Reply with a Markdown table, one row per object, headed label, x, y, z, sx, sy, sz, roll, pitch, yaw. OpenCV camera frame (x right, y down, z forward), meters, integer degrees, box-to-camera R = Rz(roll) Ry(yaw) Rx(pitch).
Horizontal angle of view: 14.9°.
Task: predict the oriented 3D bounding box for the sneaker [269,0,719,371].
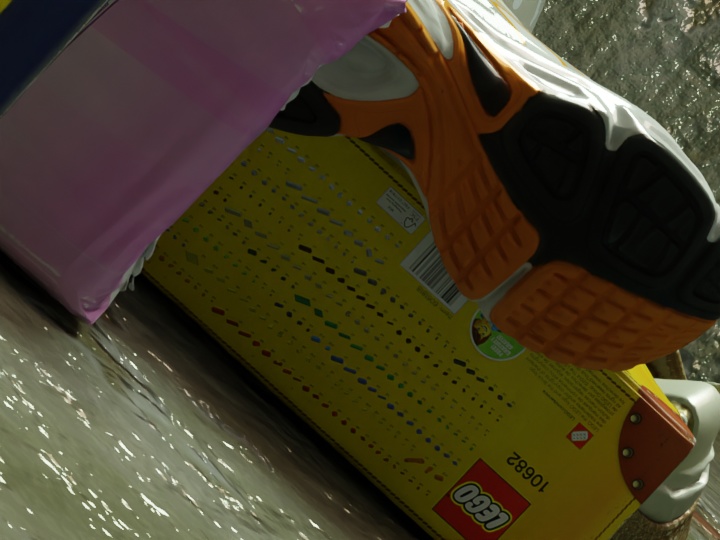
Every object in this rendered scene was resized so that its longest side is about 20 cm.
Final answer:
| label | x | y | z | sx | sy | sz | roll | pitch | yaw |
| --- | --- | --- | --- | --- | --- | --- | --- | --- | --- |
| sneaker | 0.030 | -0.055 | 0.775 | 0.200 | 0.076 | 0.092 | 39 | 26 | -23 |

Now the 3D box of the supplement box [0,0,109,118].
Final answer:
| label | x | y | z | sx | sy | sz | roll | pitch | yaw |
| --- | --- | --- | --- | --- | --- | --- | --- | --- | --- |
| supplement box | -0.141 | -0.110 | 0.515 | 0.200 | 0.110 | 0.109 | 41 | 6 | -24 |

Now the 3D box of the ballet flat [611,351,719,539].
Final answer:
| label | x | y | z | sx | sy | sz | roll | pitch | yaw |
| --- | --- | --- | --- | --- | --- | --- | --- | --- | --- |
| ballet flat | 0.093 | 0.030 | 0.977 | 0.065 | 0.070 | 0.200 | -2 | -69 | 44 |

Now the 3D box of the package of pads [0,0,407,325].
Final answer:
| label | x | y | z | sx | sy | sz | roll | pitch | yaw |
| --- | --- | --- | --- | --- | --- | --- | --- | --- | --- |
| package of pads | -0.096 | -0.094 | 0.662 | 0.200 | 0.121 | 0.076 | 43 | 11 | -12 |

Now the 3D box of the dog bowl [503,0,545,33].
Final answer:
| label | x | y | z | sx | sy | sz | roll | pitch | yaw |
| --- | --- | --- | --- | --- | --- | --- | --- | --- | --- |
| dog bowl | -0.008 | -0.153 | 0.968 | 0.200 | 0.059 | 0.200 | 38 | 5 | -4 |

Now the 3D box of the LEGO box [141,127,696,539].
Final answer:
| label | x | y | z | sx | sy | sz | roll | pitch | yaw |
| --- | --- | --- | --- | --- | --- | --- | --- | --- | --- |
| LEGO box | 0.000 | 0.000 | 0.868 | 0.200 | 0.077 | 0.149 | 43 | 5 | -8 |
